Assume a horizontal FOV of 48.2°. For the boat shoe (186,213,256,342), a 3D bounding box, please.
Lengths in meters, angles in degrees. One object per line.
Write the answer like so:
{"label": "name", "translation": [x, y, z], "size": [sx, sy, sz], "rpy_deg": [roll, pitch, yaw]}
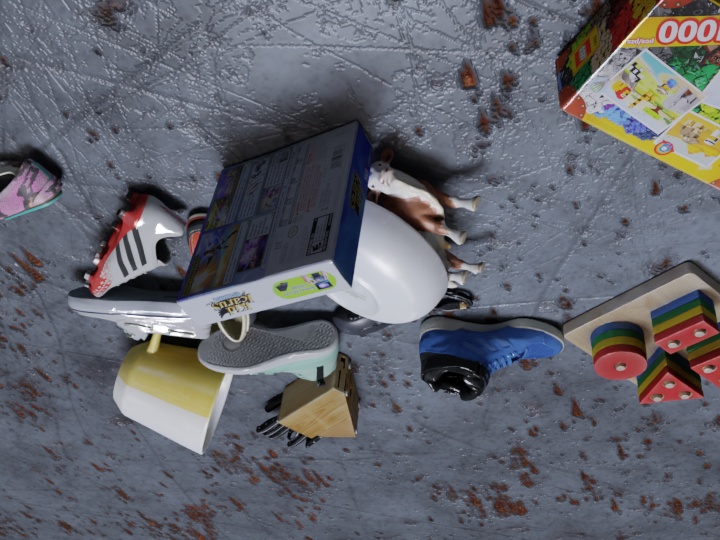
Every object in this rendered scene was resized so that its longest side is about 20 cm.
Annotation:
{"label": "boat shoe", "translation": [-0.178, 0.011, 1.035], "size": [0.070, 0.063, 0.201], "rpy_deg": [1, 140, 11]}

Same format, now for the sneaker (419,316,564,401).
{"label": "sneaker", "translation": [0.176, 0.126, 1.083], "size": [0.197, 0.112, 0.077], "rpy_deg": [5, 142, 2]}

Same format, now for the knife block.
{"label": "knife block", "translation": [-0.092, 0.210, 1.267], "size": [0.173, 0.065, 0.201], "rpy_deg": [-1, 141, 8]}

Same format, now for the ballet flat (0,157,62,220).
{"label": "ballet flat", "translation": [-0.443, -0.083, 0.965], "size": [0.198, 0.069, 0.072], "rpy_deg": [-22, 116, 26]}

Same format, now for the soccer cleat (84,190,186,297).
{"label": "soccer cleat", "translation": [-0.285, -0.019, 1.011], "size": [0.084, 0.069, 0.200], "rpy_deg": [27, 133, -18]}

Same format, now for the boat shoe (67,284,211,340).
{"label": "boat shoe", "translation": [-0.299, 0.064, 1.093], "size": [0.197, 0.074, 0.068], "rpy_deg": [4, 107, 2]}

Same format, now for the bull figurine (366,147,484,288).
{"label": "bull figurine", "translation": [0.072, -0.052, 0.904], "size": [0.120, 0.066, 0.201], "rpy_deg": [22, 155, 26]}

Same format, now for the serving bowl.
{"label": "serving bowl", "translation": [0.000, 0.000, 0.929], "size": [0.198, 0.066, 0.201], "rpy_deg": [26, 154, 13]}

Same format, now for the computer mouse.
{"label": "computer mouse", "translation": [0.054, 0.060, 1.083], "size": [0.197, 0.034, 0.059], "rpy_deg": [-11, 137, 21]}

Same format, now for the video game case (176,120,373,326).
{"label": "video game case", "translation": [-0.083, -0.050, 0.830], "size": [0.179, 0.202, 0.046], "rpy_deg": [-14, 134, 24]}

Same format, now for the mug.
{"label": "mug", "translation": [-0.276, 0.160, 1.204], "size": [0.151, 0.189, 0.149], "rpy_deg": [18, 174, 0]}

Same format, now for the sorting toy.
{"label": "sorting toy", "translation": [0.405, 0.103, 1.054], "size": [0.199, 0.070, 0.198], "rpy_deg": [30, 136, -27]}

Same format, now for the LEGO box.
{"label": "LEGO box", "translation": [0.299, -0.176, 0.715], "size": [0.198, 0.078, 0.149], "rpy_deg": [21, 139, -17]}

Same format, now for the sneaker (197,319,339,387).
{"label": "sneaker", "translation": [-0.125, 0.130, 1.146], "size": [0.197, 0.075, 0.119], "rpy_deg": [-5, 149, 0]}
